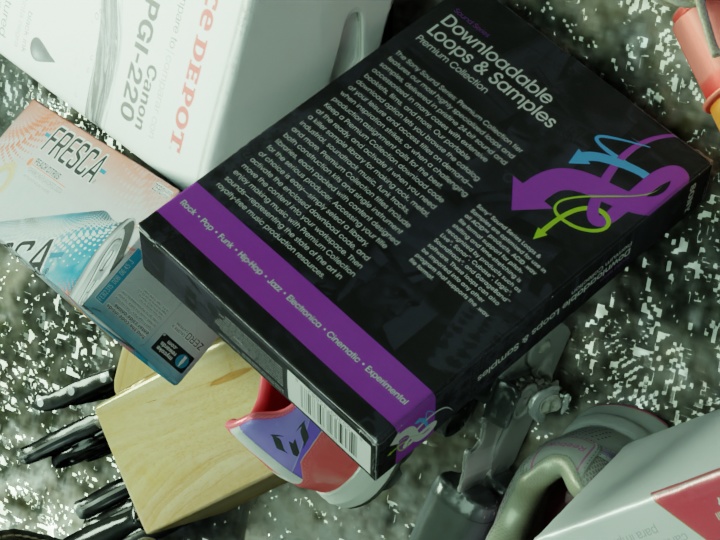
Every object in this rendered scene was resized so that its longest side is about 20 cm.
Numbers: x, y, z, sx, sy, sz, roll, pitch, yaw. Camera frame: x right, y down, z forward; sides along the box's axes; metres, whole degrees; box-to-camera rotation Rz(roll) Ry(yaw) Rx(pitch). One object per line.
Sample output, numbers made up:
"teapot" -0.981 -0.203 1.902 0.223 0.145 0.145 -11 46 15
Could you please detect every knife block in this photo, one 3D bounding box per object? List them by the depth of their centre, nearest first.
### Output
"knife block" -0.072 0.093 1.064 0.200 0.064 0.176 25 110 29

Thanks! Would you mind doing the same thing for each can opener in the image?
"can opener" 0.042 0.101 0.994 0.066 0.053 0.200 29 114 27

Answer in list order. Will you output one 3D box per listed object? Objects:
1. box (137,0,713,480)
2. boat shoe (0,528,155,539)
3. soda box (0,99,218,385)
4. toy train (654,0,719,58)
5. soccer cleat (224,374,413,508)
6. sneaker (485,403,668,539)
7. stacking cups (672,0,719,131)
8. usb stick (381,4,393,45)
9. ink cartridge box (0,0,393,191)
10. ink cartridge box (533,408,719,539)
"box" 0.029 -0.023 0.915 0.143 0.200 0.036 41 156 23
"boat shoe" -0.089 0.159 1.041 0.200 0.074 0.060 23 111 0
"soda box" -0.122 -0.018 1.020 0.068 0.064 0.200 -50 30 -6
"toy train" 0.074 -0.159 0.919 0.116 0.085 0.200 -29 73 44
"soccer cleat" 0.000 0.000 0.949 0.068 0.073 0.200 -20 48 54
"sneaker" 0.083 0.157 0.938 0.081 0.088 0.200 3 89 34
"stacking cups" 0.189 -0.025 0.882 0.060 0.060 0.200 -31 74 33
"usb stick" -0.009 -0.139 1.011 0.055 0.033 0.200 7 99 34
"ink cartridge box" -0.083 -0.136 1.004 0.200 0.085 0.146 35 119 38
"ink cartridge box" 0.184 0.150 0.843 0.145 0.083 0.200 -28 96 43
